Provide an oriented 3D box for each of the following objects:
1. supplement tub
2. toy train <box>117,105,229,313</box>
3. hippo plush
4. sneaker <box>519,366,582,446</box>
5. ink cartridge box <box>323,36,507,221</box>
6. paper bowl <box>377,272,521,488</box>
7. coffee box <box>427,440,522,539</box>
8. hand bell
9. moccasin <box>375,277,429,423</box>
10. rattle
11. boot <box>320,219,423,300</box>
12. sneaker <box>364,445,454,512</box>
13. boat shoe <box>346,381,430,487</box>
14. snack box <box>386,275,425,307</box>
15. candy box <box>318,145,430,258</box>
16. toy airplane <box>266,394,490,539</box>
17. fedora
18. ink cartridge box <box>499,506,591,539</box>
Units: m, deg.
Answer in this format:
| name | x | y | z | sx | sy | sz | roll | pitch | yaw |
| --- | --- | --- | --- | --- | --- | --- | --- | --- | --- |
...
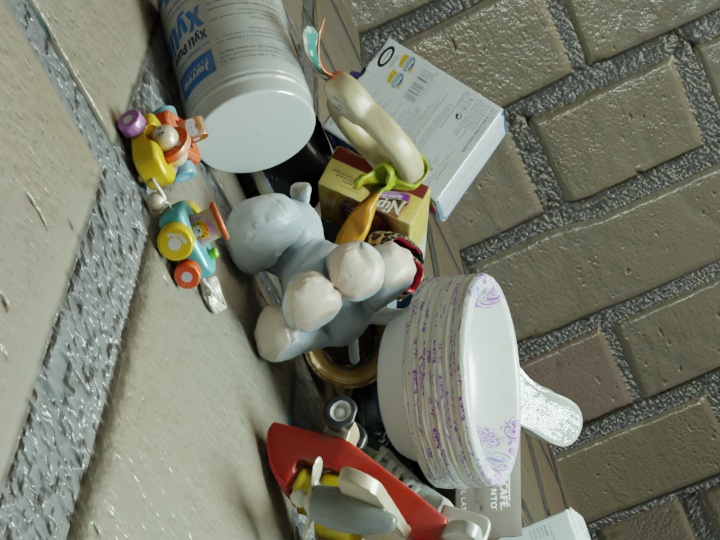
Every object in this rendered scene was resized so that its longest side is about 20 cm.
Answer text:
| name | x | y | z | sx | sy | sz | roll | pitch | yaw |
| --- | --- | --- | --- | --- | --- | --- | --- | --- | --- |
| supplement tub | -0.129 | -0.217 | 1.356 | 0.132 | 0.130 | 0.202 | 52 | 18 | -58 |
| toy train | -0.145 | -0.071 | 1.153 | 0.150 | 0.055 | 0.203 | 41 | 27 | -69 |
| hippo plush | -0.041 | -0.016 | 1.293 | 0.199 | 0.159 | 0.162 | 3 | 50 | -59 |
| sneaker | 0.137 | 0.128 | 1.453 | 0.199 | 0.074 | 0.115 | 36 | -13 | -25 |
| ink cartridge box | 0.051 | -0.170 | 1.527 | 0.199 | 0.137 | 0.076 | 35 | -10 | 16 |
| paper bowl | 0.083 | 0.107 | 1.278 | 0.200 | 0.103 | 0.204 | -4 | 90 | -69 |
| coffee box | 0.108 | 0.229 | 1.483 | 0.200 | 0.078 | 0.117 | 176 | -87 | -75 |
| hand bell | -0.015 | 0.076 | 1.519 | 0.200 | 0.103 | 0.105 | 132 | -65 | -87 |
| moccasin | 0.072 | 0.098 | 1.470 | 0.068 | 0.080 | 0.202 | 48 | 44 | -33 |
| rattle | -0.033 | -0.133 | 1.346 | 0.200 | 0.142 | 0.131 | 48 | 8 | -38 |
| boot | 0.000 | 0.000 | 1.487 | 0.074 | 0.149 | 0.200 | -66 | 148 | -21 |
| sneaker | 0.027 | 0.219 | 1.273 | 0.082 | 0.076 | 0.199 | 61 | -19 | -14 |
| boat shoe | 0.038 | 0.204 | 1.450 | 0.074 | 0.066 | 0.202 | 5 | 60 | -31 |
| snack box | 0.076 | 0.074 | 1.749 | 0.169 | 0.067 | 0.203 | 71 | -3 | -85 |
| candy box | 0.015 | -0.054 | 1.519 | 0.057 | 0.115 | 0.201 | -61 | 169 | -21 |
| toy airplane | 0.009 | 0.217 | 1.099 | 0.201 | 0.141 | 0.198 | 49 | -17 | -20 |
| fedora | -0.078 | -0.125 | 1.532 | 0.201 | 0.090 | 0.203 | -23 | 90 | -80 |
| ink cartridge box | 0.165 | 0.345 | 1.487 | 0.146 | 0.198 | 0.084 | 42 | 26 | -68 |
